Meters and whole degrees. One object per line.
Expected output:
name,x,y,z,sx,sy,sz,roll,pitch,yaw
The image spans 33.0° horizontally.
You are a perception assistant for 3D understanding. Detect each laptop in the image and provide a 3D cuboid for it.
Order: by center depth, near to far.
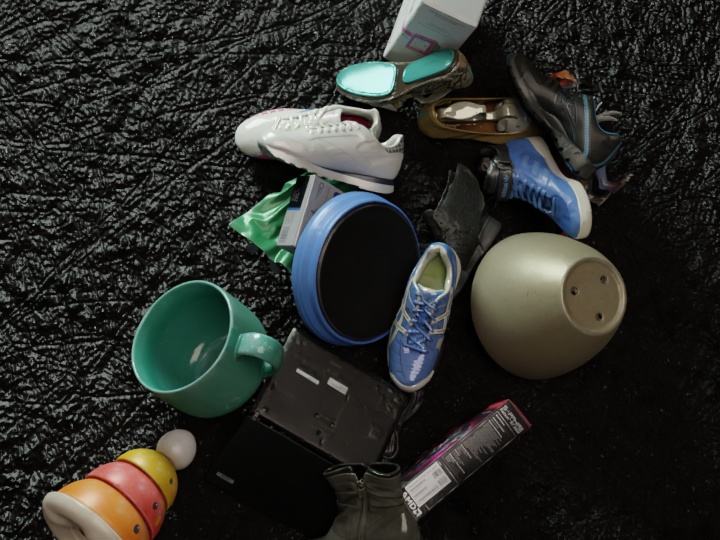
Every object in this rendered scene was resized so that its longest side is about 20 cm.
laptop,-0.066,0.209,1.536,0.177,0.103,0.200,31,64,-10

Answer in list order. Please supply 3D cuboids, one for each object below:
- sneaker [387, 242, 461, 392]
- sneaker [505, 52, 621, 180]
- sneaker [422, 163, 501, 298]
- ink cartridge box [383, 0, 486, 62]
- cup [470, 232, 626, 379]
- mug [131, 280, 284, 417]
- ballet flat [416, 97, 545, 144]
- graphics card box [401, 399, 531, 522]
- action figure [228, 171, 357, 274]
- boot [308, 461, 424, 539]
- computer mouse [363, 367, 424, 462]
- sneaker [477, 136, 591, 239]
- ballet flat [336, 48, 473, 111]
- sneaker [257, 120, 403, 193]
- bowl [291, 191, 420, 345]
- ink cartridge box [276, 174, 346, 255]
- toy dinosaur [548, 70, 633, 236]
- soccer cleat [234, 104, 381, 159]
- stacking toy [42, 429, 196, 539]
sneaker,0.076,0.055,1.552,0.075,0.077,0.201,11,77,10
sneaker,0.272,-0.221,1.651,0.082,0.073,0.200,-36,86,7
sneaker,0.117,-0.042,1.648,0.104,0.060,0.200,38,67,-3
ink cartridge box,0.112,-0.367,1.649,0.084,0.200,0.145,23,74,-9
cup,0.265,0.039,1.591,0.199,0.143,0.201,4,81,-24
mug,-0.180,0.112,1.492,0.152,0.114,0.185,-48,48,-1
ballet flat,0.180,-0.212,1.696,0.199,0.063,0.069,-5,78,-13
graphics card box,0.111,0.245,1.543,0.200,0.125,0.051,-38,89,-17
action figure,-0.068,-0.086,1.621,0.118,0.055,0.200,41,66,1
boot,-0.017,0.294,1.475,0.068,0.199,0.131,-34,106,-56
computer mouse,-0.031,0.165,1.573,0.199,0.053,0.139,29,85,-10
sneaker,0.226,-0.107,1.638,0.111,0.077,0.200,-9,46,-17
ballet flat,0.063,-0.252,1.658,0.199,0.075,0.068,-6,58,32
sneaker,-0.038,-0.160,1.577,0.199,0.076,0.081,12,102,-27
bowl,0.000,0.000,1.562,0.200,0.039,0.202,-11,106,-41
ink cartridge box,-0.019,-0.042,1.595,0.200,0.039,0.100,29,71,-42
toy dinosaur,0.297,-0.179,1.692,0.200,0.105,0.182,-42,86,-16
soccer cleat,-0.068,-0.194,1.629,0.199,0.086,0.070,-6,78,-12
stacking toy,-0.271,0.264,1.474,0.146,0.146,0.200,42,57,0
